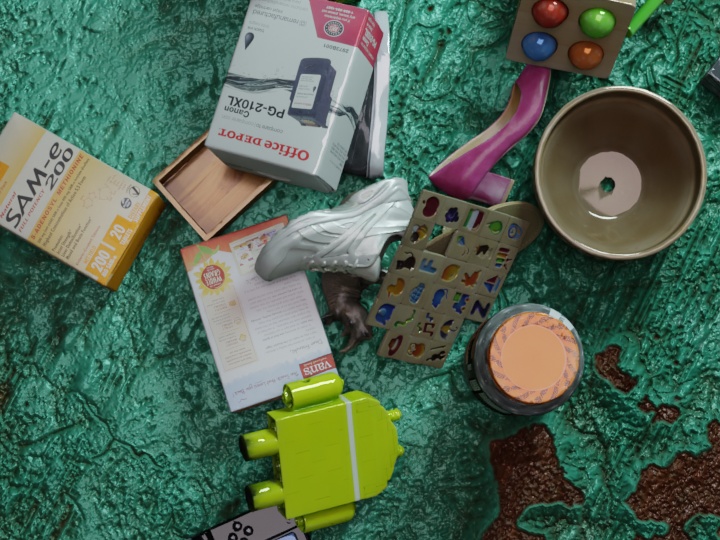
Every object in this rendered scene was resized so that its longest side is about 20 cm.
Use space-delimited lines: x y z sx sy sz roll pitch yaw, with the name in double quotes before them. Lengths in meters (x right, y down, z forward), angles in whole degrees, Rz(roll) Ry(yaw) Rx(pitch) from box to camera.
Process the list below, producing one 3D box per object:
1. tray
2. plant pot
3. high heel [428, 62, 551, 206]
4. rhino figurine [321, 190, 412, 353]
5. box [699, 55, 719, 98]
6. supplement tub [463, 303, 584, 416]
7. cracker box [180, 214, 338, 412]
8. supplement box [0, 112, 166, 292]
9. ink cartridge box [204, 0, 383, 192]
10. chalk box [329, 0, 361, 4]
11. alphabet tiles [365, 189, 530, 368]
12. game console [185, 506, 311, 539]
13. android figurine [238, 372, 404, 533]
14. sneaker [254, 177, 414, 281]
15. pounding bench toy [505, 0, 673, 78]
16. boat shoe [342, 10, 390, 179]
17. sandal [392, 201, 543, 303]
"tray" -0.141 -0.136 1.597 0.200 0.037 0.099 -43 86 -3
"plant pot" 0.296 -0.107 1.565 0.199 0.093 0.202 0 83 -1
"high heel" 0.156 -0.178 1.587 0.095 0.067 0.201 20 97 -8
"rhino figurine" 0.000 0.000 1.568 0.087 0.060 0.201 13 81 -1
"box" 0.532 -0.259 1.603 0.158 0.050 0.200 39 86 4
"supplement tub" 0.181 0.101 1.489 0.122 0.200 0.123 0 84 -1
"cracker box" -0.118 0.052 1.565 0.133 0.058 0.201 -18 84 -3
"supplement box" -0.347 -0.079 1.571 0.199 0.074 0.127 29 84 3
"ink cartridge box" -0.075 -0.207 1.531 0.144 0.084 0.201 16 84 16
"chalk box" -0.065 -0.392 1.540 0.123 0.200 0.126 -7 84 -1
"alphabet tiles" 0.095 0.017 1.535 0.166 0.008 0.201 14 106 -37
"game console" -0.120 0.379 1.501 0.170 0.118 0.201 -24 85 -2
"android figurine" -0.039 0.208 1.526 0.199 0.041 0.183 -14 106 -23
"sneaker" -0.021 -0.025 1.504 0.199 0.078 0.100 -26 80 -1
"pounding bench toy" 0.282 -0.310 1.542 0.199 0.125 0.157 11 57 1
"boat shoe" 0.000 -0.210 1.593 0.066 0.070 0.201 3 91 -1
"sandal" 0.110 -0.037 1.568 0.211 0.070 0.078 -28 129 -18
